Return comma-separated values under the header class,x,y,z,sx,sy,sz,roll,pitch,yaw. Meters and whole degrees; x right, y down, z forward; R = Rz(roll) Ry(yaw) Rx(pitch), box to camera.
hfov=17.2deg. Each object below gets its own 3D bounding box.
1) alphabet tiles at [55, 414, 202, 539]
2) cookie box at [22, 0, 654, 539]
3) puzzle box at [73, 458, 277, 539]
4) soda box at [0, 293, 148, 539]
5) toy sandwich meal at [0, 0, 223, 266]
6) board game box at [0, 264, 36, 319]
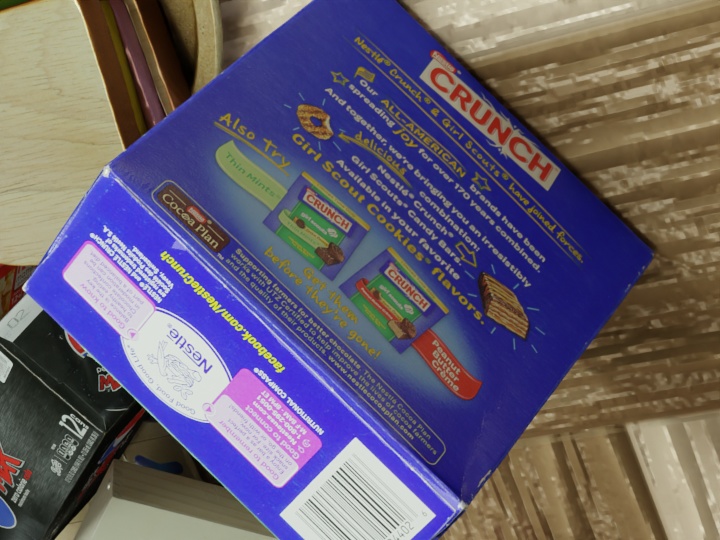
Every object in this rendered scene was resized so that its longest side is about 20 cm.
class,x,y,z,sx,sy,sz,roll,pitch,yaw
alphabet tiles,-0.159,0.110,1.147,0.199,0.006,0.167,-14,109,33
cookie box,0.000,0.000,0.885,0.171,0.200,0.075,44,128,1
puzzle box,-0.086,0.176,1.094,0.132,0.026,0.201,16,127,-18
soda box,-0.132,0.062,1.019,0.063,0.071,0.200,40,149,1
toy sandwich meal,-0.145,-0.097,0.989,0.204,0.070,0.207,12,121,22
board game box,-0.252,0.015,1.025,0.151,0.200,0.047,22,123,15
